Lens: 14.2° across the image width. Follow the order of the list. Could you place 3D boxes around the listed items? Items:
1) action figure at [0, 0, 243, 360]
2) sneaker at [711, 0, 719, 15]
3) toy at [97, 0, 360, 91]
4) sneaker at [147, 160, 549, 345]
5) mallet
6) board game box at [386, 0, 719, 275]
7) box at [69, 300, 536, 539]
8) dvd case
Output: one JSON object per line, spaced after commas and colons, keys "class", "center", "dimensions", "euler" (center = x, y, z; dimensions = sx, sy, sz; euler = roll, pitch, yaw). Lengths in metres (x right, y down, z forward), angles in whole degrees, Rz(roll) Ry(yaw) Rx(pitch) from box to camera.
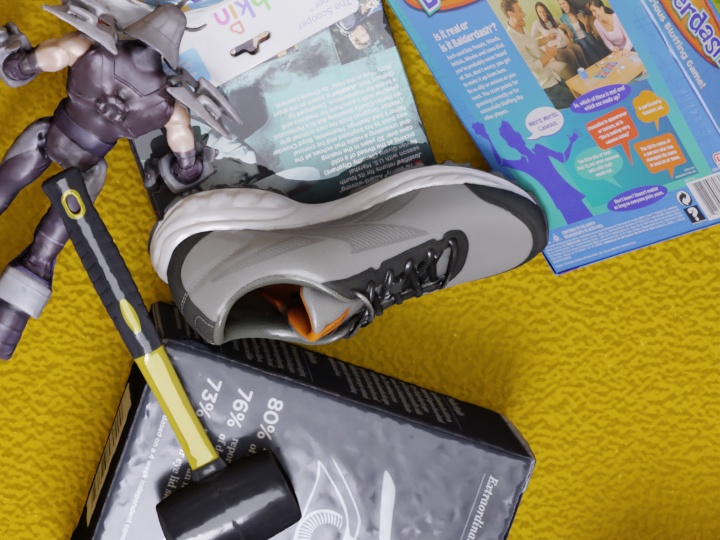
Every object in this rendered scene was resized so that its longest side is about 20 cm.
{"class": "action figure", "center": [-0.143, -0.058, 1.402], "dimensions": [0.130, 0.069, 0.200], "euler": [37, 104, -6]}
{"class": "sneaker", "center": [0.222, -0.094, 1.434], "dimensions": [0.200, 0.084, 0.074], "euler": [23, 52, -19]}
{"class": "toy", "center": [-0.095, -0.186, 1.392], "dimensions": [0.115, 0.047, 0.200], "euler": [-28, 100, 2]}
{"class": "sneaker", "center": [0.000, 0.000, 1.412], "dimensions": [0.200, 0.079, 0.074], "euler": [-8, 139, -18]}
{"class": "mallet", "center": [-0.105, 0.050, 1.356], "dimensions": [0.066, 0.041, 0.200], "euler": [-34, 97, -2]}
{"class": "board game box", "center": [0.105, -0.105, 1.400], "dimensions": [0.045, 0.152, 0.200], "euler": [-42, 106, -38]}
{"class": "box", "center": [-0.033, 0.120, 1.445], "dimensions": [0.199, 0.104, 0.148], "euler": [19, 97, -9]}
{"class": "dvd case", "center": [-0.052, -0.099, 1.446], "dimensions": [0.146, 0.022, 0.201], "euler": [-20, 100, -2]}
